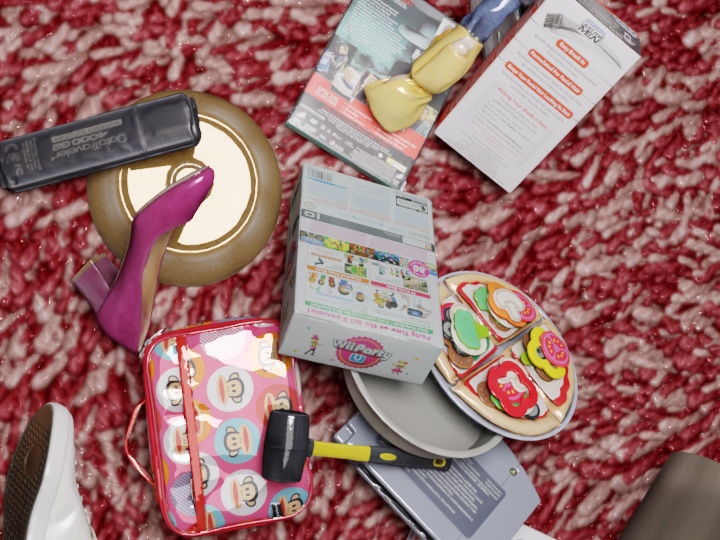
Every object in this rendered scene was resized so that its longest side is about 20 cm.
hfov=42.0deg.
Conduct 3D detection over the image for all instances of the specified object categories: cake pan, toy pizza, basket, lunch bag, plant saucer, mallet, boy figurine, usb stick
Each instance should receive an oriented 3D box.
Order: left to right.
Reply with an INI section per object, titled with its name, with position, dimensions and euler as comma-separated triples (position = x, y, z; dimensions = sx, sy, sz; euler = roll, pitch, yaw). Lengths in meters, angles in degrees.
[usb stick]
position = -0.249, -0.122, 0.896
dimensions = 0.197, 0.033, 0.056
euler = -15, 82, 0
[plant saucer]
position = -0.173, -0.086, 0.942
dimensions = 0.197, 0.035, 0.203
euler = 1, 85, -16
[lunch bag]
position = -0.142, 0.150, 0.914
dimensions = 0.174, 0.082, 0.203
euler = -7, 88, -12
[mallet]
position = -0.002, 0.185, 0.896
dimensions = 0.198, 0.041, 0.067
euler = 19, 82, -23
[cake pan]
position = 0.064, 0.103, 0.945
dimensions = 0.198, 0.037, 0.202
euler = 20, 45, -21
[boy figurine]
position = 0.087, -0.229, 0.969
dimensions = 0.200, 0.125, 0.064
euler = -41, 107, 17
[toy pizza]
position = 0.149, 0.080, 0.971
dimensions = 0.198, 0.032, 0.202
euler = 18, 48, -21
[basket]
position = 0.349, 0.314, 1.016
dimensions = 0.180, 0.135, 0.201
euler = 41, 71, -26

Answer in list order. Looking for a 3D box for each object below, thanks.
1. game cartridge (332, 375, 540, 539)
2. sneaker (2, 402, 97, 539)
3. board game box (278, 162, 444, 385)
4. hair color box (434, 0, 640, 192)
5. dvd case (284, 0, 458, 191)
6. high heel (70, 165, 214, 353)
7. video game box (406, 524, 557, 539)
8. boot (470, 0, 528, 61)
[game cartridge]
position = 0.083, 0.200, 0.961
dimensions = 0.200, 0.042, 0.133
euler = 45, 58, 8
[sneaker]
position = -0.285, 0.229, 0.881
dimensions = 0.084, 0.072, 0.203
euler = 17, 73, -45
[board game box]
position = 0.000, 0.000, 0.917
dimensions = 0.146, 0.065, 0.202
euler = 14, 44, -14
[hair color box]
position = 0.181, -0.192, 0.974
dimensions = 0.110, 0.200, 0.064
euler = 36, 35, -9
[dvd case]
position = 0.025, -0.206, 1.015
dimensions = 0.145, 0.022, 0.202
euler = 29, 80, -12
[high heel]
position = -0.182, -0.010, 0.879
dimensions = 0.199, 0.067, 0.096
euler = -39, 93, 29
[video game box]
position = 0.128, 0.349, 0.992
dimensions = 0.198, 0.047, 0.184
euler = 26, 76, -13
[boot]
position = 0.178, -0.234, 1.022
dimensions = 0.073, 0.095, 0.202
euler = -20, 92, -16
